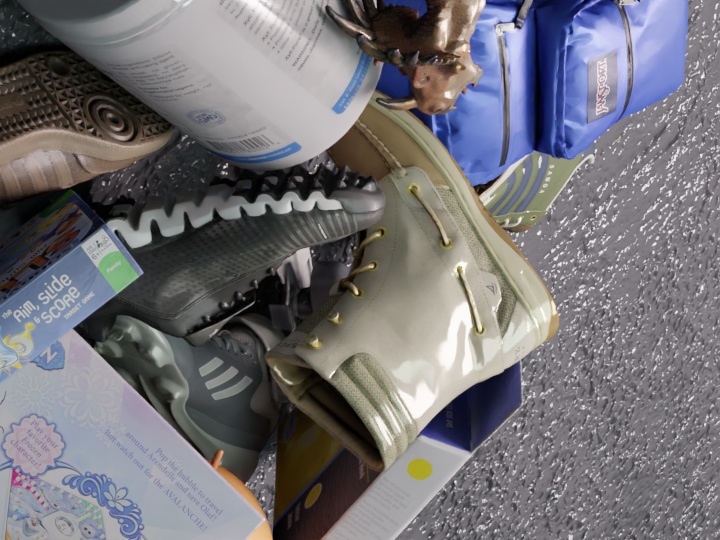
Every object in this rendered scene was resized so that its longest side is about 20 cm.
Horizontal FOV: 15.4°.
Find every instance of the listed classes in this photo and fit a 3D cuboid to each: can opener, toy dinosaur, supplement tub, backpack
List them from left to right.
[{"bbox_3d":[-0.085,-0.147,1.428,0.132,0.132,0.200,-56,144,-3],"label":"supplement tub"},{"bbox_3d":[-0.032,-0.035,1.616,0.053,0.067,0.200,-71,160,-46],"label":"can opener"},{"bbox_3d":[0.017,-0.182,1.413,0.135,0.200,0.086,-39,-173,8],"label":"toy dinosaur"},{"bbox_3d":[0.089,-0.148,1.604,0.200,0.168,0.163,-29,129,-31],"label":"backpack"}]

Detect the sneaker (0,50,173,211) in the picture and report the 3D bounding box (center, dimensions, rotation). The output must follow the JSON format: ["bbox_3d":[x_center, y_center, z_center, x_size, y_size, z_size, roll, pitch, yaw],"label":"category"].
[{"bbox_3d":[-0.189,-0.068,1.435,0.200,0.071,0.076,-8,150,-51],"label":"sneaker"}]

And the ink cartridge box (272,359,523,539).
[{"bbox_3d":[0.019,0.090,1.639,0.047,0.198,0.200,33,113,-15],"label":"ink cartridge box"}]

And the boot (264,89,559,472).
[{"bbox_3d":[0.000,0.000,1.537,0.155,0.200,0.072,-38,177,-23],"label":"boot"}]

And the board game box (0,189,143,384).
[{"bbox_3d":[-0.210,0.039,1.382,0.200,0.135,0.035,-38,106,-6],"label":"board game box"}]

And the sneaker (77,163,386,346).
[{"bbox_3d":[-0.079,-0.005,1.499,0.066,0.199,0.091,-76,155,-73],"label":"sneaker"}]

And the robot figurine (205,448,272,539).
[{"bbox_3d":[-0.132,0.180,1.587,0.117,0.200,0.144,38,41,-24],"label":"robot figurine"}]

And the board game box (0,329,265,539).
[{"bbox_3d":[-0.192,0.141,1.473,0.199,0.200,0.043,-45,-179,-15],"label":"board game box"}]

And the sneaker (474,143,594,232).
[{"bbox_3d":[0.089,-0.051,1.751,0.200,0.067,0.090,-43,136,-25],"label":"sneaker"}]

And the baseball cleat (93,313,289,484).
[{"bbox_3d":[-0.100,0.051,1.625,0.107,0.070,0.200,-58,151,-24],"label":"baseball cleat"}]
